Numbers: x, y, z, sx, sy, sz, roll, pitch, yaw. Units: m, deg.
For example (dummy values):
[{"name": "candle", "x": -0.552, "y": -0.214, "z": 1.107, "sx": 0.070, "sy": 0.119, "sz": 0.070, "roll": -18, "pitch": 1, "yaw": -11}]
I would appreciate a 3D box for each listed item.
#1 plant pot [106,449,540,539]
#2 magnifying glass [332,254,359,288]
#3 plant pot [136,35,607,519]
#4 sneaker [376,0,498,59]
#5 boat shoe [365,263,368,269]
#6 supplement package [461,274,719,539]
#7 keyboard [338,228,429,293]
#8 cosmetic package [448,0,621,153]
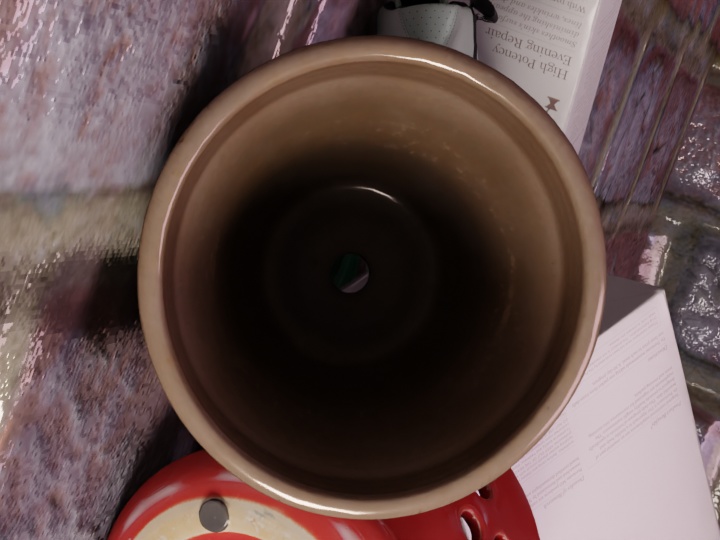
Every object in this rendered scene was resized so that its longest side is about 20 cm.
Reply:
[{"name": "plant pot", "x": -0.023, "y": 0.170, "z": 0.886, "sx": 0.182, "sy": 0.199, "sz": 0.202, "roll": -17, "pitch": 128, "yaw": -67}, {"name": "magnifying glass", "x": -0.018, "y": 0.024, "z": 1.053, "sx": 0.201, "sy": 0.022, "sz": 0.080, "roll": 90, "pitch": 25, "yaw": -58}, {"name": "plant pot", "x": 0.000, "y": 0.000, "z": 0.803, "sx": 0.175, "sy": 0.198, "sz": 0.202, "roll": -152, "pitch": -96, "yaw": -86}, {"name": "sneaker", "x": 0.043, "y": -0.101, "z": 0.995, "sx": 0.200, "sy": 0.073, "sz": 0.120, "roll": -163, "pitch": -109, "yaw": -88}, {"name": "boat shoe", "x": 0.034, "y": 0.010, "z": 1.043, "sx": 0.200, "sy": 0.092, "sz": 0.075, "roll": -35, "pitch": 108, "yaw": -47}, {"name": "supplement package", "x": 0.098, "y": 0.129, "z": 1.089, "sx": 0.190, "sy": 0.146, "sz": 0.202, "roll": -31, "pitch": 117, "yaw": -28}, {"name": "keyboard", "x": 0.015, "y": -0.003, "z": 0.931, "sx": 0.199, "sy": 0.011, "sz": 0.056, "roll": -35, "pitch": 180, "yaw": 16}, {"name": "cosmetic package", "x": 0.098, "y": -0.122, "z": 1.117, "sx": 0.074, "sy": 0.101, "sz": 0.202, "roll": -47, "pitch": 153, "yaw": -54}]
